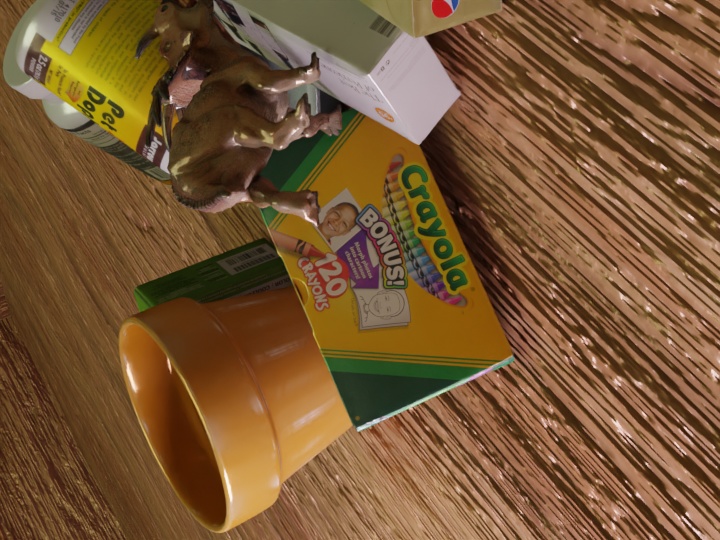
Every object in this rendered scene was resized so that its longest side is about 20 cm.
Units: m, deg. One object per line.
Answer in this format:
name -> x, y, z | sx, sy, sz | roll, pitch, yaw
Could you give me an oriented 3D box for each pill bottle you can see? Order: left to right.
pill bottle -> -0.218, -0.165, 1.168 | 0.200, 0.117, 0.116 | 30, -171, -42
pill bottle -> -0.167, -0.152, 1.020 | 0.199, 0.110, 0.109 | 35, 156, -2

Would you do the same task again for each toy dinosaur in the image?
toy dinosaur -> -0.089, -0.086, 0.796 | 0.201, 0.134, 0.086 | -81, -15, -46

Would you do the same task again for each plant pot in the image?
plant pot -> -0.088, 0.100, 1.127 | 0.200, 0.182, 0.201 | 44, 147, 39

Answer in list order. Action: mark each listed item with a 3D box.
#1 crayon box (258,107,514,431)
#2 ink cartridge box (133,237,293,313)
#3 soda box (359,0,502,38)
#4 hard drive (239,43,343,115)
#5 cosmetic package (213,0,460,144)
crayon box -> 0.011, -0.005, 0.874 | 0.058, 0.118, 0.201 | 67, 179, -83
ink cartridge box -> -0.123, 0.090, 1.262 | 0.076, 0.147, 0.201 | 34, 140, 56
soda box -> 0.006, -0.215, 0.782 | 0.200, 0.064, 0.068 | 44, 148, 46
hard drive -> -0.057, -0.174, 1.014 | 0.140, 0.033, 0.201 | 50, 152, 41
cosmetic package -> -0.030, -0.159, 0.846 | 0.200, 0.051, 0.083 | 34, 174, 38
